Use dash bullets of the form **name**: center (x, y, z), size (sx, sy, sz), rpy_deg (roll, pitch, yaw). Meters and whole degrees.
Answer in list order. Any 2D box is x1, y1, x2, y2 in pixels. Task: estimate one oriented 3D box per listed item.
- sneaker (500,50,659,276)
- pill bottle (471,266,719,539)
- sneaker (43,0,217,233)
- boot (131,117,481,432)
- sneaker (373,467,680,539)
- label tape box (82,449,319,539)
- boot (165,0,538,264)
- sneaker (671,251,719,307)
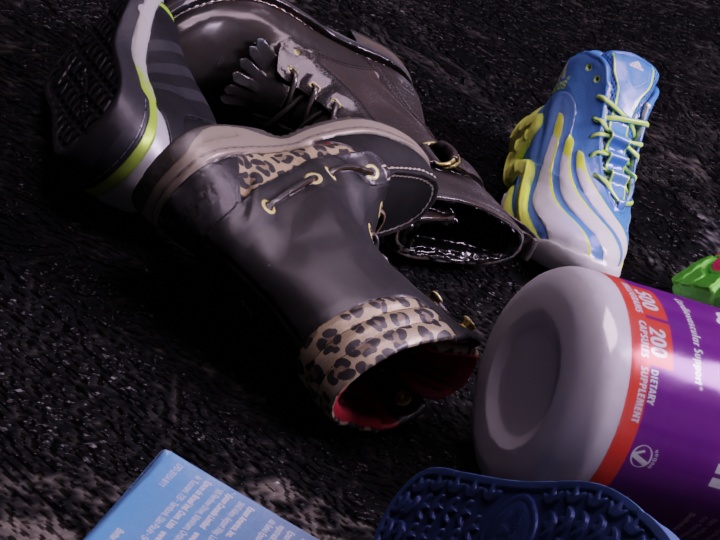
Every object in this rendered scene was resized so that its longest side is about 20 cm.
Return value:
- **sneaker**: center (0.129, -0.071, 1.513), size (0.075, 0.106, 0.200), rpy_deg (21, 22, -14)
- **pill bottle**: center (0.158, 0.073, 1.217), size (0.199, 0.113, 0.113), rpy_deg (15, 24, -26)
- **sneaker**: center (-0.110, -0.074, 1.329), size (0.083, 0.072, 0.200), rpy_deg (41, 21, -21)
- **boot**: center (0.000, 0.000, 1.238), size (0.151, 0.073, 0.199), rpy_deg (49, 25, 25)
- **sneaker**: center (0.084, 0.124, 1.003), size (0.078, 0.070, 0.200), rpy_deg (35, -9, -27)
- **label tape box**: center (-0.016, 0.156, 0.901), size (0.199, 0.064, 0.144), rpy_deg (30, 21, 5)
- **boot**: center (-0.012, -0.073, 1.413), size (0.199, 0.070, 0.174), rpy_deg (10, 30, -32)
- **sneaker**: center (0.225, 0.036, 1.452), size (0.076, 0.084, 0.200), rpy_deg (-19, 16, -2)
